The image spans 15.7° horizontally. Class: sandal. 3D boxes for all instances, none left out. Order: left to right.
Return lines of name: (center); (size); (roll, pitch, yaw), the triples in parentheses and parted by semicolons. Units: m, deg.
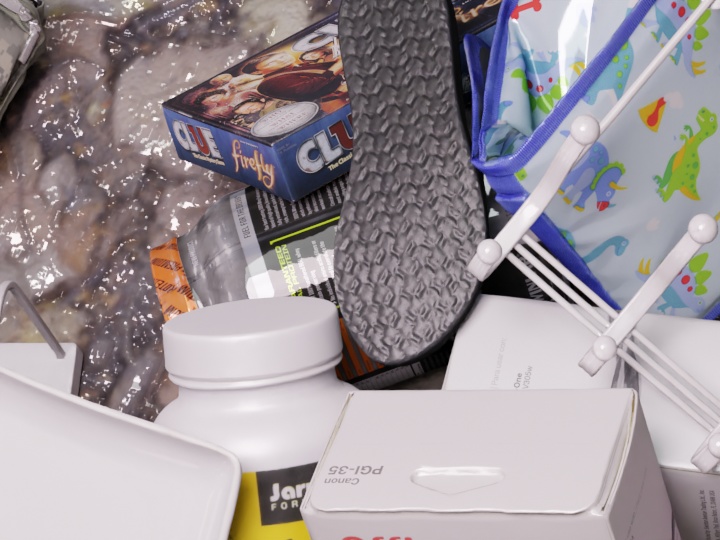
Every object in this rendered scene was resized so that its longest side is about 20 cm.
sandal: (0.028, -0.049, 1.259); (0.075, 0.048, 0.202); (-5, 71, 15)

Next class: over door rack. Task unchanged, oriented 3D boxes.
over door rack: (0.164, -0.032, 1.167); (0.148, 0.067, 0.200); (41, 77, 4)

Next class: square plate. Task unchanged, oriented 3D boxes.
square plate: (-0.153, 0.145, 1.231); (0.197, 0.028, 0.201); (19, 108, 22)

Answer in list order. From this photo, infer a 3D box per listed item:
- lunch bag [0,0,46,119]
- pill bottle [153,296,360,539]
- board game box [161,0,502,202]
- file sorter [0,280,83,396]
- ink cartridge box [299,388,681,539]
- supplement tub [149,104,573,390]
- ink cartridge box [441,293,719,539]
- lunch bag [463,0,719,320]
lunch bag: (-0.282, -0.090, 1.438); (0.167, 0.139, 0.201); (22, 72, 3)
pill bottle: (-0.042, 0.119, 1.250); (0.112, 0.112, 0.202); (-4, 101, 10)
board game box: (0.010, -0.107, 1.365); (0.199, 0.035, 0.135); (-30, 24, -21)
file sorter: (-0.264, 0.083, 1.356); (0.198, 0.125, 0.140); (-1, 65, 12)
ink cartridge box: (0.075, 0.151, 1.193); (0.145, 0.201, 0.083); (-1, 40, 23)
supplement tub: (0.000, 0.000, 1.339); (0.199, 0.123, 0.123); (-19, 63, 2)
ink cartridge box: (0.145, 0.085, 1.257); (0.198, 0.146, 0.085); (7, 65, 14)
lunch bag: (0.143, -0.081, 1.288); (0.127, 0.170, 0.201); (0, 55, 44)
